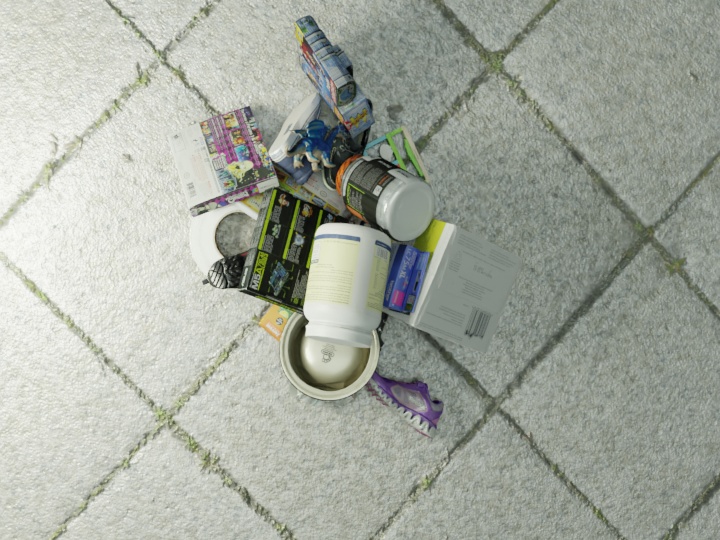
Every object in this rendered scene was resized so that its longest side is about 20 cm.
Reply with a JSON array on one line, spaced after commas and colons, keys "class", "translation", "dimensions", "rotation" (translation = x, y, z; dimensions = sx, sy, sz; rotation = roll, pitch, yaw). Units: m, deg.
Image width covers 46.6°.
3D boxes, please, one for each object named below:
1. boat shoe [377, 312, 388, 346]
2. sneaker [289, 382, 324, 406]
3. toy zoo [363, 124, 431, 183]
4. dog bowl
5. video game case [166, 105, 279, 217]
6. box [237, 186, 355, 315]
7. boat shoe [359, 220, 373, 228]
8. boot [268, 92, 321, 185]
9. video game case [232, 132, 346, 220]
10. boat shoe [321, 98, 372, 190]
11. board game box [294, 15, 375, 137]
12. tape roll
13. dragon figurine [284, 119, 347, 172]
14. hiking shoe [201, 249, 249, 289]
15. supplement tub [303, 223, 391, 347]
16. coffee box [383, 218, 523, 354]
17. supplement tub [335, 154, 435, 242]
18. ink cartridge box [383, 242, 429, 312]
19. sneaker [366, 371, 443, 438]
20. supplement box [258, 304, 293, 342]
[{"class": "boat shoe", "translation": [0.021, 0.139, 1.721], "dimensions": [0.065, 0.070, 0.204], "rotation": [16, 86, -23]}, {"class": "sneaker", "translation": [-0.065, 0.186, 1.714], "dimensions": [0.080, 0.070, 0.202], "rotation": [39, 81, -33]}, {"class": "toy zoo", "translation": [0.033, -0.197, 1.727], "dimensions": [0.197, 0.020, 0.133], "rotation": [-29, 96, -5]}, {"class": "dog bowl", "translation": [-0.058, 0.155, 1.633], "dimensions": [0.195, 0.074, 0.205], "rotation": [-1, 77, 2]}, {"class": "video game case", "translation": [-0.269, -0.215, 1.624], "dimensions": [0.178, 0.036, 0.202], "rotation": [-21, 57, -6]}, {"class": "box", "translation": [-0.116, -0.028, 1.569], "dimensions": [0.190, 0.047, 0.204], "rotation": [20, 76, -27]}, {"class": "boat shoe", "translation": [0.000, 0.000, 1.705], "dimensions": [0.071, 0.072, 0.203], "rotation": [23, 89, -9]}, {"class": "boot", "translation": [-0.109, -0.261, 1.657], "dimensions": [0.090, 0.072, 0.202], "rotation": [46, 49, -25]}, {"class": "video game case", "translation": [-0.126, -0.149, 1.652], "dimensions": [0.198, 0.023, 0.184], "rotation": [33, 64, -9]}, {"class": "boat shoe", "translation": [-0.019, -0.256, 1.669], "dimensions": [0.074, 0.066, 0.202], "rotation": [33, 68, -26]}, {"class": "board game box", "translation": [-0.046, -0.366, 1.600], "dimensions": [0.061, 0.200, 0.202], "rotation": [-33, 83, -6]}, {"class": "tape roll", "translation": [-0.243, -0.068, 1.671], "dimensions": [0.198, 0.071, 0.207], "rotation": [0, 93, -7]}, {"class": "dragon figurine", "translation": [-0.095, -0.245, 1.567], "dimensions": [0.058, 0.198, 0.102], "rotation": [-13, 81, 35]}, {"class": "hiking shoe", "translation": [-0.206, -0.011, 1.601], "dimensions": [0.196, 0.100, 0.077], "rotation": [-11, 91, -27]}, {"class": "supplement tub", "translation": [-0.025, 0.029, 1.511], "dimensions": [0.142, 0.145, 0.205], "rotation": [10, 80, -8]}, {"class": "coffee box", "translation": [0.157, 0.019, 1.636], "dimensions": [0.197, 0.197, 0.204], "rotation": [23, 90, -34]}, {"class": "supplement tub", "translation": [0.042, -0.145, 1.590], "dimensions": [0.121, 0.199, 0.125], "rotation": [-16, 122, -28]}, {"class": "ink cartridge box", "translation": [0.046, 0.008, 1.585], "dimensions": [0.041, 0.198, 0.122], "rotation": [21, 84, -35]}, {"class": "sneaker", "translation": [0.094, 0.258, 1.730], "dimensions": [0.199, 0.080, 0.089], "rotation": [38, 80, -12]}, {"class": "supplement box", "translation": [-0.122, 0.049, 1.694], "dimensions": [0.066, 0.069, 0.201], "rotation": [38, 90, -4]}]
